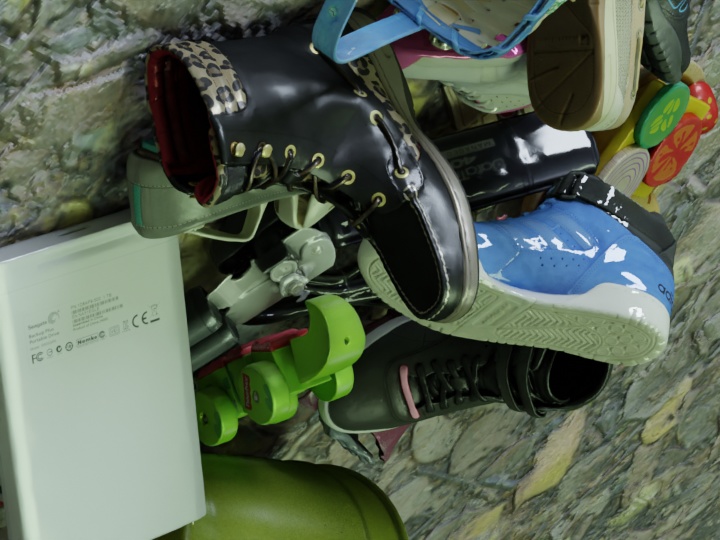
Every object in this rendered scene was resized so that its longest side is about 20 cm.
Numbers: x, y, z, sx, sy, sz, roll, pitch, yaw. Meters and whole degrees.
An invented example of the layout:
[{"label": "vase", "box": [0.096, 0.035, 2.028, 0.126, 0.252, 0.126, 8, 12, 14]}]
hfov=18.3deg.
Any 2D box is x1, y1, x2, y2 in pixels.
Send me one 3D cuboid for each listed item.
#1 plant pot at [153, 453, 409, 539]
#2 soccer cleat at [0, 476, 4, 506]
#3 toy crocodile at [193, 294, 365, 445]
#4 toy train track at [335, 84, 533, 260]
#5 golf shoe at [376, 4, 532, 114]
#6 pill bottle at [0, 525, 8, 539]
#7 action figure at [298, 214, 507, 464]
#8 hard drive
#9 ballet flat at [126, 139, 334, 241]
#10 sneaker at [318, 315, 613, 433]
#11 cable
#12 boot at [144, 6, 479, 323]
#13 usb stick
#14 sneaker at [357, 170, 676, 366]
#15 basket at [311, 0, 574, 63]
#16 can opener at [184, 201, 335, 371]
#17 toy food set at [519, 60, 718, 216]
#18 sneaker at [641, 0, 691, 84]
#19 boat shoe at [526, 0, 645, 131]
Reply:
[{"label": "plant pot", "box": [-0.100, 0.204, 1.505, 0.200, 0.200, 0.193, -50, 138, 11]}, {"label": "soccer cleat", "box": [-0.208, 0.103, 1.334, 0.200, 0.069, 0.085, 9, 116, -43]}, {"label": "toy crocodile", "box": [-0.063, 0.068, 1.430, 0.067, 0.062, 0.200, -18, 175, -33]}, {"label": "toy train track", "box": [0.047, -0.063, 1.476, 0.200, 0.033, 0.115, -37, 150, -10]}, {"label": "golf shoe", "box": [0.079, -0.130, 1.388, 0.200, 0.075, 0.092, -12, 137, -41]}, {"label": "pill bottle", "box": [-0.281, 0.227, 1.364, 0.200, 0.112, 0.112, -20, 143, -35]}, {"label": "action figure", "box": [0.037, 0.036, 1.561, 0.149, 0.134, 0.200, 37, 85, -19]}, {"label": "hard drive", "box": [-0.157, 0.072, 1.312, 0.132, 0.027, 0.201, -20, 114, -38]}, {"label": "ballet flat", "box": [-0.054, -0.052, 1.326, 0.200, 0.067, 0.064, -9, 109, -39]}, {"label": "sneaker", "box": [0.074, 0.066, 1.453, 0.200, 0.099, 0.071, -19, 110, -11]}, {"label": "cable", "box": [0.000, 0.000, 1.465, 0.199, 0.050, 0.097, -14, 142, -13]}, {"label": "boot", "box": [-0.027, -0.054, 1.248, 0.150, 0.200, 0.073, -9, 161, -38]}, {"label": "usb stick", "box": [0.060, -0.061, 1.432, 0.199, 0.056, 0.033, -16, 164, -17]}, {"label": "sneaker", "box": [0.103, -0.015, 1.415, 0.077, 0.199, 0.111, 96, 7, -52]}, {"label": "basket", "box": [0.061, -0.204, 1.203, 0.200, 0.139, 0.177, -21, 146, -51]}, {"label": "can opener", "box": [-0.103, 0.026, 1.387, 0.200, 0.067, 0.053, -36, 147, 4]}, {"label": "toy food set", "box": [0.186, -0.065, 1.609, 0.200, 0.049, 0.198, -55, 154, 13]}, {"label": "sneaker", "box": [0.197, -0.192, 1.454, 0.082, 0.073, 0.200, -43, 152, -6]}, {"label": "boat shoe", "box": [0.141, -0.183, 1.337, 0.065, 0.072, 0.201, -4, 96, -52]}]
